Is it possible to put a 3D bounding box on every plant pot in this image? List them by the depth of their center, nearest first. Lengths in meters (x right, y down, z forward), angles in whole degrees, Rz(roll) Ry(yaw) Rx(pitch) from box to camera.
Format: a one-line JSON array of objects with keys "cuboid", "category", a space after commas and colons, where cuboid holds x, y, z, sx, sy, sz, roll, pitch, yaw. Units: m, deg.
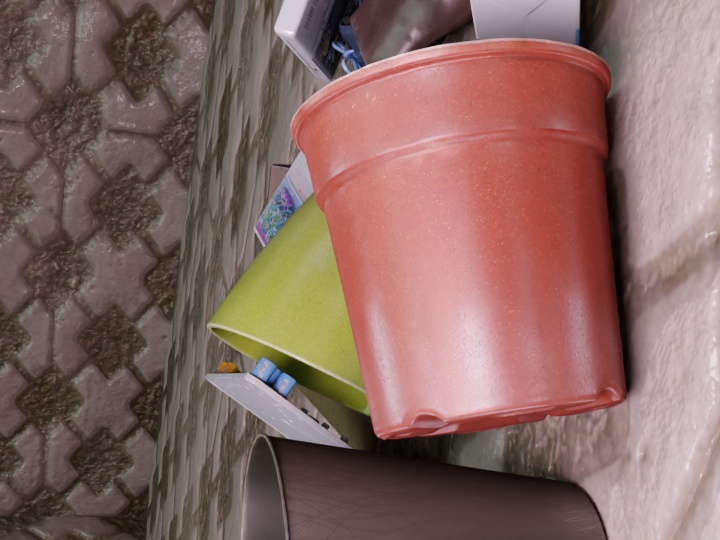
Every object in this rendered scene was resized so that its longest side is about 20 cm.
[{"cuboid": [0.068, -0.005, 0.611, 0.201, 0.200, 0.196, 141, 124, -68], "category": "plant pot"}, {"cuboid": [0.000, 0.000, 0.848, 0.201, 0.187, 0.187, -64, 13, -12], "category": "plant pot"}]

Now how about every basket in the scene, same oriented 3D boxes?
[{"cuboid": [0.037, 0.185, 0.616, 0.181, 0.199, 0.136, -103, 23, -47], "category": "basket"}]

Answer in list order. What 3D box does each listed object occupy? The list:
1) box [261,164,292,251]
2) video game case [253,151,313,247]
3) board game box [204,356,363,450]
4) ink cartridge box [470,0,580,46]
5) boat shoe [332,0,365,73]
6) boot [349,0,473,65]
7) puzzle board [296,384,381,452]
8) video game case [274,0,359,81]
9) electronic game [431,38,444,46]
[{"cuboid": [-0.053, -0.013, 1.125, 0.100, 0.075, 0.201, 13, 103, 28], "category": "box"}, {"cuboid": [-0.027, -0.006, 1.010, 0.200, 0.024, 0.182, 59, 147, 12], "category": "video game case"}, {"cuboid": [-0.039, 0.145, 0.924, 0.026, 0.200, 0.200, -56, 12, -16], "category": "board game box"}, {"cuboid": [0.101, -0.239, 0.670, 0.115, 0.068, 0.201, 62, -156, -67], "category": "ink cartridge box"}, {"cuboid": [0.009, -0.223, 0.932, 0.084, 0.068, 0.201, -143, 54, -63], "category": "boat shoe"}, {"cuboid": [0.045, -0.266, 0.834, 0.166, 0.072, 0.200, -39, 49, 28], "category": "boot"}, {"cuboid": [-0.018, 0.082, 1.016, 0.151, 0.017, 0.200, 44, 141, 33], "category": "puzzle board"}, {"cuboid": [-0.017, -0.286, 0.922, 0.182, 0.023, 0.201, 9, -79, -81], "category": "video game case"}, {"cuboid": [0.053, -0.285, 0.968, 0.200, 0.041, 0.201, -176, 90, -74], "category": "electronic game"}]
